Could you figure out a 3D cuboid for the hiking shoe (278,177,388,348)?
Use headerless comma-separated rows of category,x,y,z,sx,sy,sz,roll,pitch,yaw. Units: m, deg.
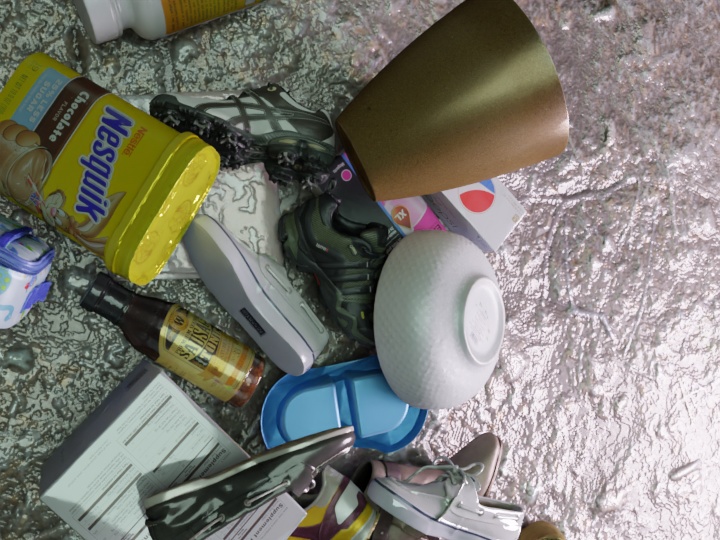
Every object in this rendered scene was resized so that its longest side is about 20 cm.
hiking shoe,0.000,0.000,0.870,0.100,0.076,0.201,-35,102,26

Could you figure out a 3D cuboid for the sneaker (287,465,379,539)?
sneaker,-0.074,0.294,0.849,0.200,0.075,0.090,-43,87,9

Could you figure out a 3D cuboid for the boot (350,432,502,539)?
boot,0.061,0.249,0.904,0.145,0.070,0.202,32,88,-29

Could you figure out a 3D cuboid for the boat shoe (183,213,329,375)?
boat shoe,-0.108,0.017,0.838,0.065,0.073,0.201,-46,110,-37

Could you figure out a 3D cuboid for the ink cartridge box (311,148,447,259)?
ink cartridge box,0.033,-0.056,0.927,0.095,0.037,0.201,-42,105,-16

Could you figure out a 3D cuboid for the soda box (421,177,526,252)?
soda box,0.103,-0.114,0.936,0.200,0.064,0.068,46,76,-14

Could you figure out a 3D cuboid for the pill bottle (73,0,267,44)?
pill bottle,-0.192,-0.304,0.807,0.198,0.111,0.113,-26,98,-18

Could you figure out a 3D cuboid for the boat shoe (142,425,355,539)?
boat shoe,-0.091,0.194,0.702,0.197,0.067,0.058,-17,83,-18

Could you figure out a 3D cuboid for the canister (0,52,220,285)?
canister,-0.257,-0.100,0.759,0.198,0.087,0.150,30,84,8

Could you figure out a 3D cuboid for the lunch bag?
lunch bag,-0.355,-0.016,0.699,0.159,0.200,0.083,28,88,-15

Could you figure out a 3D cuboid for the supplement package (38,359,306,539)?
supplement package,-0.187,0.215,0.781,0.151,0.151,0.200,-47,104,-16

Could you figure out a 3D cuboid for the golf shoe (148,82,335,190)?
golf shoe,-0.120,-0.154,0.830,0.197,0.078,0.096,17,60,-17

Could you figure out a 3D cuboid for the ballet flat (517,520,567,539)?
ballet flat,0.170,0.374,0.955,0.199,0.063,0.069,-35,100,-16

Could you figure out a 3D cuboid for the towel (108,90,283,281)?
towel,-0.179,-0.092,0.852,0.188,0.032,0.204,-4,92,-20

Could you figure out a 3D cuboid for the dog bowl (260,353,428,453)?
dog bowl,-0.021,0.156,0.896,0.197,0.049,0.114,-9,92,-19

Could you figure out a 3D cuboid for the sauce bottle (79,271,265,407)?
sauce bottle,-0.195,0.071,0.827,0.198,0.066,0.067,32,79,-18

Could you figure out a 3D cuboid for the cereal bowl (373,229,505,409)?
cereal bowl,0.104,0.055,0.877,0.199,0.082,0.204,2,88,-53

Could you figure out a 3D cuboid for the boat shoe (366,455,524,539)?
boat shoe,0.102,0.241,0.850,0.200,0.074,0.087,28,88,-23

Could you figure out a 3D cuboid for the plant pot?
plant pot,0.080,-0.159,0.818,0.198,0.186,0.188,-27,99,-3
